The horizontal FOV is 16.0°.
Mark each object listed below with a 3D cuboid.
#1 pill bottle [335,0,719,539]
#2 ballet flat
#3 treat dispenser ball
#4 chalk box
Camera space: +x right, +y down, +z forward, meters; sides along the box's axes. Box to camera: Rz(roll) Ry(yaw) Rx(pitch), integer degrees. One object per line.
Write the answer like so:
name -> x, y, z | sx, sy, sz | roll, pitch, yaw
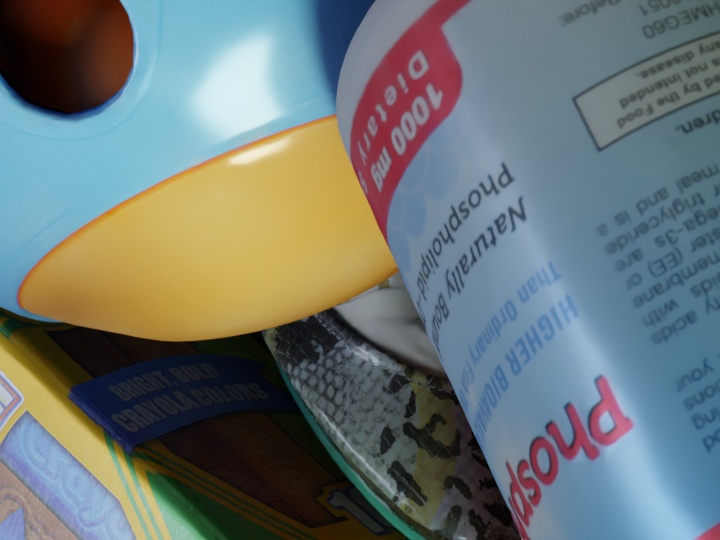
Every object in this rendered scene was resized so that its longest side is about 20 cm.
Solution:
pill bottle -> 0.078, 0.026, 0.480 | 0.109, 0.108, 0.201 | 108, 143, -55
ballet flat -> 0.000, 0.000, 0.743 | 0.201, 0.072, 0.072 | -127, 31, -46
treat dispenser ball -> -0.046, -0.084, 0.609 | 0.201, 0.199, 0.202 | 166, 90, -70
chalk box -> -0.072, 0.070, 0.762 | 0.200, 0.124, 0.124 | 40, 118, 28
